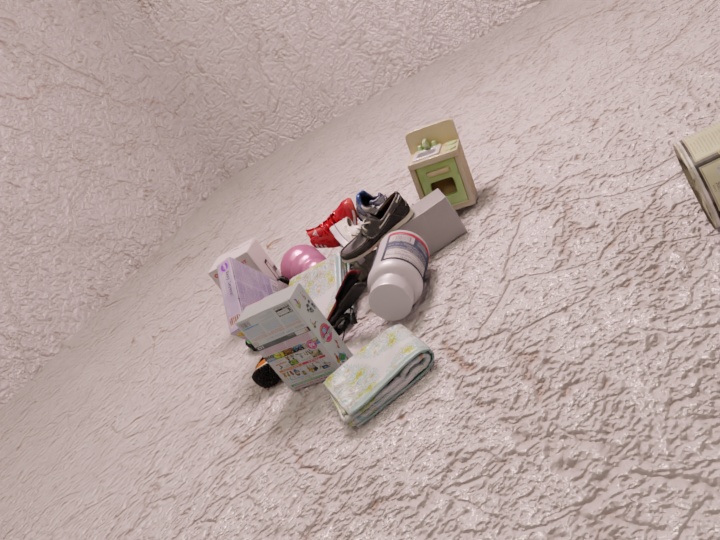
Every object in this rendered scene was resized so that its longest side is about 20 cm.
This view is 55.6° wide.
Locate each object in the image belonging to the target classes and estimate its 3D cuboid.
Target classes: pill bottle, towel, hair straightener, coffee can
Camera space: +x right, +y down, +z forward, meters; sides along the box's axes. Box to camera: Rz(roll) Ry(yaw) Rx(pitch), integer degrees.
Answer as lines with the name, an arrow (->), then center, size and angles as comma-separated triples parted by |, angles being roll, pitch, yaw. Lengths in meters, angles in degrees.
pill bottle -> 0.078, 0.012, 1.446 | 0.119, 0.120, 0.201 | -25, 23, 26
towel -> 0.029, 0.185, 1.256 | 0.199, 0.048, 0.171 | -38, 22, -5
hair straightener -> -0.040, 0.094, 1.455 | 0.201, 0.041, 0.077 | -57, 48, 32
towel -> -0.096, 0.066, 1.615 | 0.170, 0.048, 0.201 | -29, 43, 26
coffee can -> 0.587, -0.170, 1.000 | 0.199, 0.147, 0.147 | -26, 23, 23

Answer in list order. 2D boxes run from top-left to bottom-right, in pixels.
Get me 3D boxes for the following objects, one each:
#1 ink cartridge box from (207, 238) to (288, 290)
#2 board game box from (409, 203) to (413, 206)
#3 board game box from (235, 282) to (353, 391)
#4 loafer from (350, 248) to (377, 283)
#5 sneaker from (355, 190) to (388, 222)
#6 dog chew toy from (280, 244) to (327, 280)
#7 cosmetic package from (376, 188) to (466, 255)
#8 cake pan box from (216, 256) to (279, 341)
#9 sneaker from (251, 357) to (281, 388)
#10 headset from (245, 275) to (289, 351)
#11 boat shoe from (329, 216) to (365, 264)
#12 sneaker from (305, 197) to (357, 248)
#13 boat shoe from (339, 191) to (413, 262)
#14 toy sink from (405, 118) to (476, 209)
ink cartridge box -> -0.296, 0.035, 1.866 | 0.145, 0.201, 0.085 | -26, 22, 24
board game box -> 0.125, -0.111, 1.762 | 0.120, 0.032, 0.200 | -34, 21, -3
board game box -> -0.133, 0.139, 1.388 | 0.147, 0.201, 0.064 | -22, 24, 30
loafer -> 0.000, 0.000, 1.675 | 0.199, 0.070, 0.070 | -38, 25, 17
sneaker -> 0.057, -0.146, 1.717 | 0.199, 0.086, 0.077 | 25, 56, 36
dog chew toy -> -0.134, 0.000, 1.800 | 0.124, 0.125, 0.200 | -41, 24, -13
cosmetic package -> 0.134, -0.088, 1.592 | 0.199, 0.107, 0.090 | -33, 22, 2
cake pan box -> -0.248, 0.079, 1.614 | 0.052, 0.184, 0.201 | -30, 58, 18
sneaker -> -0.155, 0.181, 1.518 | 0.199, 0.070, 0.090 | -31, 24, 18
headset -> -0.233, 0.112, 1.754 | 0.200, 0.094, 0.123 | -49, 22, -2
boat shoe -> -0.017, -0.081, 1.665 | 0.070, 0.071, 0.200 | -41, 26, 3
sneaker -> -0.080, -0.112, 1.819 | 0.115, 0.079, 0.201 | -13, -30, -20
boat shoe -> 0.026, -0.097, 1.545 | 0.200, 0.068, 0.072 | -41, 30, -4
toy sink -> 0.193, -0.250, 1.672 | 0.129, 0.201, 0.112 | -15, 20, 17
